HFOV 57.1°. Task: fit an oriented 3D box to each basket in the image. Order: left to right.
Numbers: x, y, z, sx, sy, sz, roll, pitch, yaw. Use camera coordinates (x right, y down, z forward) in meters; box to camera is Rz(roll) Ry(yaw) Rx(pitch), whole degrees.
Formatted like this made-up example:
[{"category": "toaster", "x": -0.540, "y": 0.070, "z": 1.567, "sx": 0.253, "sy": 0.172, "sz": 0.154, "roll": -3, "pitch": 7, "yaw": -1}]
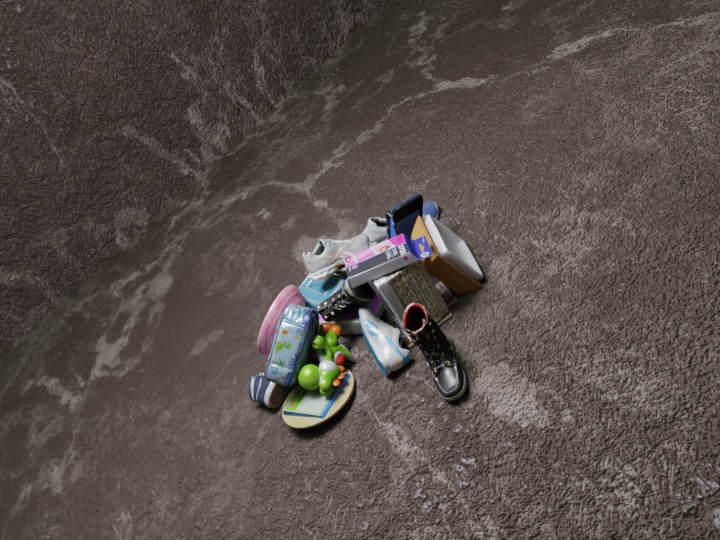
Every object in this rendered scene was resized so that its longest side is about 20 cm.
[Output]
[{"category": "basket", "x": 0.107, "y": 0.046, "z": 1.590, "sx": 0.123, "sy": 0.200, "sz": 0.136, "roll": -36, "pitch": 31, "yaw": -4}]

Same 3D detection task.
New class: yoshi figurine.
[{"category": "yoshi figurine", "x": -0.102, "y": 0.223, "z": 1.631, "sx": 0.112, "sy": 0.112, "sz": 0.200, "roll": -32, "pitch": 28, "yaw": 24}]

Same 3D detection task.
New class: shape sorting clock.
[{"category": "shape sorting clock", "x": -0.103, "y": 0.311, "z": 1.627, "sx": 0.200, "sy": 0.039, "sz": 0.200, "roll": -20, "pitch": 30, "yaw": 12}]

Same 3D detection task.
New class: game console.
[{"category": "game console", "x": 0.129, "y": -0.069, "z": 1.749, "sx": 0.171, "sy": 0.200, "sz": 0.118, "roll": -33, "pitch": 56, "yaw": -21}]

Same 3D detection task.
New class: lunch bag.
[{"category": "lunch bag", "x": -0.166, "y": 0.185, "z": 1.652, "sx": 0.161, "sy": 0.082, "sz": 0.200, "roll": 57, "pitch": -131, "yaw": -83}]

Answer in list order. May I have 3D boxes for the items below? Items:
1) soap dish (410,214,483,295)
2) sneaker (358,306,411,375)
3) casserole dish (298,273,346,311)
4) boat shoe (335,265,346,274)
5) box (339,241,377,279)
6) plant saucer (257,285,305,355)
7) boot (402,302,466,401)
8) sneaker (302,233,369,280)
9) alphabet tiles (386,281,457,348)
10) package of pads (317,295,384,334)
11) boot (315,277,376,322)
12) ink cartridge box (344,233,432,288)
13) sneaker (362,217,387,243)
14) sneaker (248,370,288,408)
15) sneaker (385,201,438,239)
[{"category": "soap dish", "x": 0.211, "y": -0.038, "z": 1.653, "sx": 0.081, "sy": 0.157, "sz": 0.200, "roll": -46, "pitch": 29, "yaw": 20}, {"category": "sneaker", "x": 0.054, "y": 0.162, "z": 1.608, "sx": 0.081, "sy": 0.077, "sz": 0.200, "roll": -23, "pitch": 51, "yaw": -8}, {"category": "casserole dish", "x": -0.105, "y": 0.054, "z": 1.822, "sx": 0.121, "sy": 0.039, "sz": 0.200, "roll": -51, "pitch": 35, "yaw": -14}, {"category": "boat shoe", "x": 0.000, "y": 0.000, "z": 1.783, "sx": 0.200, "sy": 0.063, "sz": 0.073, "roll": -5, "pitch": 29, "yaw": 38}, {"category": "box", "x": -0.023, "y": 0.000, "z": 1.903, "sx": 0.200, "sy": 0.078, "sz": 0.095, "roll": -17, "pitch": 38, "yaw": 31}, {"category": "plant saucer", "x": -0.203, "y": 0.139, "z": 1.769, "sx": 0.051, "sy": 0.201, "sz": 0.201, "roll": 24, "pitch": 60, "yaw": 11}, {"category": "boot", "x": 0.158, "y": 0.172, "z": 1.431, "sx": 0.073, "sy": 0.151, "sz": 0.200, "roll": -28, "pitch": 33, "yaw": 17}, {"category": "sneaker", "x": -0.064, "y": -0.057, "z": 1.768, "sx": 0.200, "sy": 0.092, "sz": 0.076, "roll": -34, "pitch": 21, "yaw": -23}, {"category": "alphabet tiles", "x": 0.144, "y": 0.111, "z": 1.661, "sx": 0.200, "sy": 0.006, "sz": 0.166, "roll": -38, "pitch": 32, "yaw": 2}, {"category": "package of pads", "x": -0.024, "y": 0.097, "z": 1.791, "sx": 0.200, "sy": 0.068, "sz": 0.155, "roll": -5, "pitch": 46, "yaw": 41}, {"category": "boot", "x": -0.044, "y": 0.076, "z": 1.644, "sx": 0.154, "sy": 0.074, "sz": 0.204, "roll": -33, "pitch": -7, "yaw": 14}, {"category": "ink cartridge box", "x": 0.061, "y": -0.031, "z": 1.525, "sx": 0.200, "sy": 0.037, "sz": 0.095, "roll": -21, "pitch": 31, "yaw": 5}, {"category": "sneaker", "x": 0.036, "y": -0.112, "z": 1.964, "sx": 0.200, "sy": 0.099, "sz": 0.078, "roll": -27, "pitch": 34, "yaw": 19}, {"category": "sneaker", "x": -0.226, "y": 0.272, "z": 1.775, "sx": 0.108, "sy": 0.070, "sz": 0.200, "roll": -2, "pitch": 50, "yaw": 42}, {"category": "sneaker", "x": 0.150, "y": -0.141, "z": 1.889, "sx": 0.076, "sy": 0.077, "sz": 0.200, "roll": 17, "pitch": 50, "yaw": 46}]
